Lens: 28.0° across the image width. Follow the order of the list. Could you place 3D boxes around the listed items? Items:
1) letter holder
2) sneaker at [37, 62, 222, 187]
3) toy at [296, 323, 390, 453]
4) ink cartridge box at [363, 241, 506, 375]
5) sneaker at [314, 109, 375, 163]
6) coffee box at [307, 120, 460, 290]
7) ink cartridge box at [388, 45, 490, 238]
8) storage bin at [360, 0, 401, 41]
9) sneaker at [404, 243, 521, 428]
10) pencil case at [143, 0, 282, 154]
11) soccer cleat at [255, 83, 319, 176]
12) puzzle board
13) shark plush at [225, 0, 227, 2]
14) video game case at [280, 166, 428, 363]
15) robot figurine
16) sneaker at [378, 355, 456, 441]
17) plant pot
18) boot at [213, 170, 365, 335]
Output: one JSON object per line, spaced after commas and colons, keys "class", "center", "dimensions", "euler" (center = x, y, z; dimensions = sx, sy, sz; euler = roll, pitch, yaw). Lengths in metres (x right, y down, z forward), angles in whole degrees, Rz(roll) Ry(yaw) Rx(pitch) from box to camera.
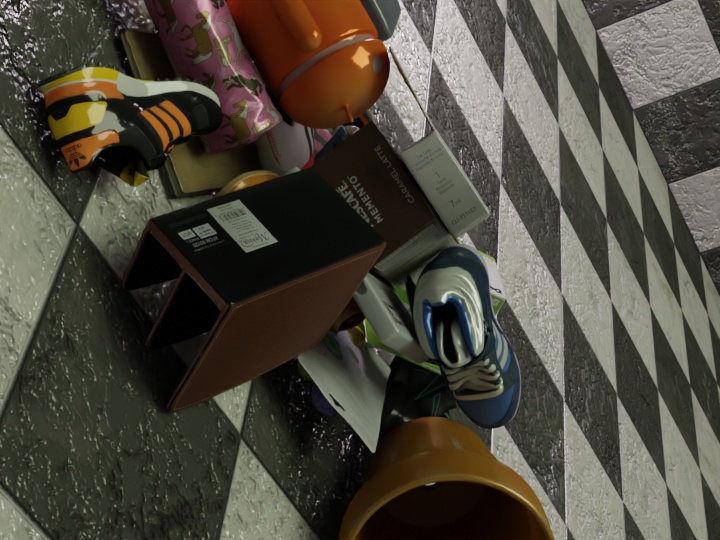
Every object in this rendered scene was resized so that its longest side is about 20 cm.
{"class": "letter holder", "center": [-0.099, 0.017, 1.199], "dimensions": [0.101, 0.143, 0.200], "euler": [45, 37, 18]}
{"class": "sneaker", "center": [-0.181, -0.109, 1.179], "dimensions": [0.200, 0.070, 0.091], "euler": [2, 74, -59]}
{"class": "toy", "center": [-0.026, 0.101, 1.401], "dimensions": [0.115, 0.047, 0.200], "euler": [51, 19, -11]}
{"class": "ink cartridge box", "center": [0.078, 0.030, 1.534], "dimensions": [0.147, 0.076, 0.200], "euler": [25, 21, -14]}
{"class": "sneaker", "center": [-0.035, -0.119, 1.520], "dimensions": [0.070, 0.082, 0.201], "euler": [59, 25, -29]}
{"class": "coffee box", "center": [0.027, -0.058, 1.395], "dimensions": [0.115, 0.080, 0.200], "euler": [56, 5, 13]}
{"class": "ink cartridge box", "center": [0.060, -0.119, 1.375], "dimensions": [0.177, 0.045, 0.200], "euler": [58, 5, -1]}
{"class": "storage bin", "center": [-0.047, -0.317, 1.587], "dimensions": [0.201, 0.134, 0.146], "euler": [62, 23, -24]}
{"class": "sneaker", "center": [0.096, 0.084, 1.370], "dimensions": [0.147, 0.080, 0.201], "euler": [-55, 135, -65]}
{"class": "pencil case", "center": [-0.141, -0.202, 1.291], "dimensions": [0.086, 0.082, 0.201], "euler": [-41, 109, -56]}
{"class": "soccer cleat", "center": [-0.077, -0.162, 1.445], "dimensions": [0.201, 0.068, 0.086], "euler": [-90, 163, -54]}
{"class": "puzzle board", "center": [-0.152, -0.147, 1.351], "dimensions": [0.152, 0.017, 0.200], "euler": [70, 21, 0]}
{"class": "shark plush", "center": [-0.113, -0.230, 1.428], "dimensions": [0.199, 0.083, 0.092], "euler": [0, 93, -40]}
{"class": "video game case", "center": [0.000, 0.000, 1.373], "dimensions": [0.183, 0.023, 0.200], "euler": [58, 6, 14]}
{"class": "robot figurine", "center": [-0.047, -0.216, 1.330], "dimensions": [0.116, 0.144, 0.201], "euler": [-25, 80, -32]}
{"class": "sneaker", "center": [0.061, 0.130, 1.532], "dimensions": [0.079, 0.076, 0.200], "euler": [30, 34, -2]}
{"class": "plant pot", "center": [0.074, 0.237, 1.373], "dimensions": [0.201, 0.199, 0.183], "euler": [62, 7, -21]}
{"class": "boot", "center": [-0.056, -0.011, 1.343], "dimensions": [0.144, 0.071, 0.201], "euler": [53, 9, 18]}
